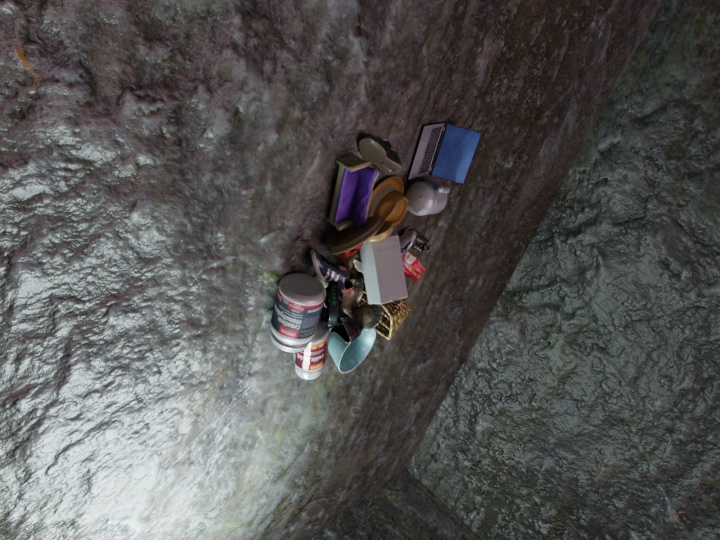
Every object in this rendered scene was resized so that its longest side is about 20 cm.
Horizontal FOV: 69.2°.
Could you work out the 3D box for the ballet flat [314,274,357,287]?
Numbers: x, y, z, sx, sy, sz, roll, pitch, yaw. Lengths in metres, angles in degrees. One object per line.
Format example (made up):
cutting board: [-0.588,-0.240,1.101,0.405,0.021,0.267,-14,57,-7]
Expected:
ballet flat: [-0.072,0.032,1.695,0.199,0.069,0.070,-10,129,-53]

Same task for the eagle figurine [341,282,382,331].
eagle figurine: [-0.025,0.121,1.734,0.149,0.200,0.154,2,86,-15]

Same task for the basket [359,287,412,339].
basket: [0.059,0.126,1.855,0.150,0.199,0.143,-52,153,-4]

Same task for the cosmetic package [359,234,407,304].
cosmetic package: [0.071,-0.003,1.628,0.112,0.081,0.203,-10,95,-33]

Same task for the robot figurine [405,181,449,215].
robot figurine: [0.226,-0.249,1.803,0.168,0.114,0.199,-28,173,33]

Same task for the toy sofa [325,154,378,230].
toy sofa: [-0.026,-0.213,1.472,0.082,0.097,0.202,-25,141,-43]

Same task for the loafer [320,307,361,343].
loafer: [-0.084,0.157,1.676,0.073,0.199,0.071,-50,-177,36]

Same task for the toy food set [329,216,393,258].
toy food set: [-0.005,-0.099,1.557,0.199,0.198,0.049,-34,108,-8]

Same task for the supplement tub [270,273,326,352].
supplement tub: [-0.187,0.123,1.533,0.140,0.140,0.202,-19,136,-47]

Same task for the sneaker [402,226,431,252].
sneaker: [0.218,-0.109,1.978,0.199,0.082,0.078,3,118,-58]

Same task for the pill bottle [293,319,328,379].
pill bottle: [-0.168,0.262,1.739,0.114,0.114,0.202,-31,143,-37]

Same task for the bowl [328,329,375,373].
bowl: [-0.045,0.268,1.947,0.200,0.105,0.202,-38,149,-28]

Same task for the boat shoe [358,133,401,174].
boat shoe: [0.056,-0.347,1.510,0.199,0.071,0.069,25,63,-55]

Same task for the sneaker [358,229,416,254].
sneaker: [0.083,-0.091,1.718,0.199,0.115,0.075,-38,-160,20]

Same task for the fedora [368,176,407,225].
fedora: [0.092,-0.201,1.682,0.200,0.081,0.202,-37,147,-30]

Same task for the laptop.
laptop: [0.279,-0.382,1.746,0.199,0.115,0.189,-23,138,-45]

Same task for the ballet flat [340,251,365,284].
ballet flat: [0.000,0.000,1.681,0.071,0.065,0.200,-47,137,0]

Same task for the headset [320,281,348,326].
headset: [-0.071,0.111,1.558,0.201,0.092,0.125,107,-16,-64]

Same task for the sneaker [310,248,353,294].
sneaker: [-0.083,-0.001,1.578,0.084,0.075,0.201,-24,134,7]

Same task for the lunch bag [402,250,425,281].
lunch bag: [0.154,-0.036,1.857,0.082,0.175,0.200,-54,152,-1]
